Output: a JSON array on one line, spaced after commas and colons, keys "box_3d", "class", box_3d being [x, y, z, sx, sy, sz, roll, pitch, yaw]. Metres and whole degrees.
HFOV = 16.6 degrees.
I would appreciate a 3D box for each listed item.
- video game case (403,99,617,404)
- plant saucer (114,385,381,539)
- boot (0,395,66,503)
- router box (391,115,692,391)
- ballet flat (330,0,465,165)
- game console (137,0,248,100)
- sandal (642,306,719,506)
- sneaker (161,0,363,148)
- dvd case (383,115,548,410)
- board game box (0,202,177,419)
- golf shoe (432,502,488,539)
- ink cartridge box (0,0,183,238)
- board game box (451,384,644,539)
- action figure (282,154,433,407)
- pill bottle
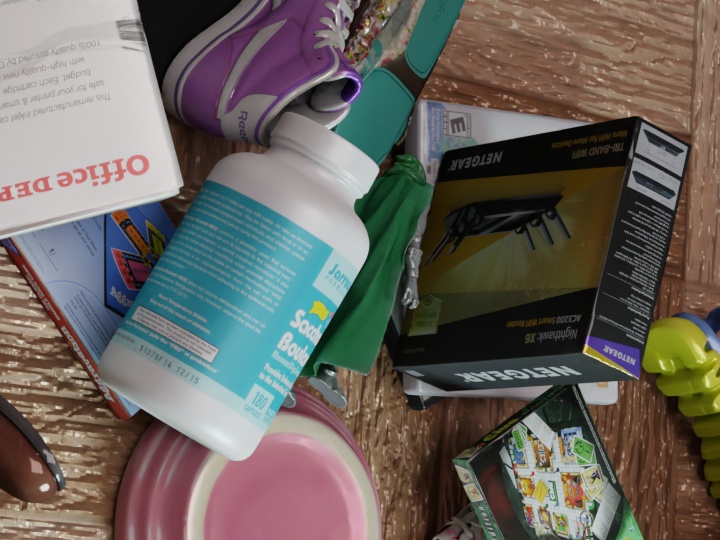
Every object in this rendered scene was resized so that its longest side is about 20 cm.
[{"box_3d": [0.107, -0.010, 1.718, 0.181, 0.022, 0.201, 5, 82, -36], "class": "video game case"}, {"box_3d": [-0.061, 0.167, 1.580, 0.200, 0.051, 0.202, 5, 82, -37], "class": "plant saucer"}, {"box_3d": [-0.284, 0.137, 1.351, 0.188, 0.069, 0.200, 27, 60, 14], "class": "boot"}, {"box_3d": [0.114, -0.007, 1.586, 0.052, 0.200, 0.158, 24, 72, -32], "class": "router box"}, {"box_3d": [0.009, -0.134, 1.656, 0.201, 0.064, 0.076, -58, 133, -25], "class": "ballet flat"}, {"box_3d": [-0.119, -0.244, 1.600, 0.176, 0.117, 0.200, 42, 57, 8], "class": "game console"}, {"box_3d": [0.287, 0.106, 1.831, 0.087, 0.079, 0.201, -38, 109, -36], "class": "sandal"}, {"box_3d": [-0.023, -0.150, 1.594, 0.201, 0.114, 0.073, -50, 141, -24], "class": "sneaker"}, {"box_3d": [0.085, -0.008, 1.726, 0.199, 0.018, 0.143, -29, 102, -35], "class": "dvd case"}, {"box_3d": [-0.166, -0.018, 1.540, 0.103, 0.019, 0.201, -41, 109, -30], "class": "board game box"}, {"box_3d": [0.097, 0.185, 1.681, 0.092, 0.072, 0.201, 31, 67, -30], "class": "golf shoe"}, {"box_3d": [-0.201, -0.123, 1.449, 0.145, 0.084, 0.201, -14, 90, -13], "class": "ink cartridge box"}, {"box_3d": [0.141, 0.186, 1.656, 0.105, 0.023, 0.201, -33, 108, -30], "class": "board game box"}, {"box_3d": [0.000, 0.000, 1.601, 0.055, 0.118, 0.201, 57, 47, -38], "class": "action figure"}, {"box_3d": [-0.067, 0.006, 1.503, 0.111, 0.111, 0.201, 34, 83, -29], "class": "pill bottle"}]
